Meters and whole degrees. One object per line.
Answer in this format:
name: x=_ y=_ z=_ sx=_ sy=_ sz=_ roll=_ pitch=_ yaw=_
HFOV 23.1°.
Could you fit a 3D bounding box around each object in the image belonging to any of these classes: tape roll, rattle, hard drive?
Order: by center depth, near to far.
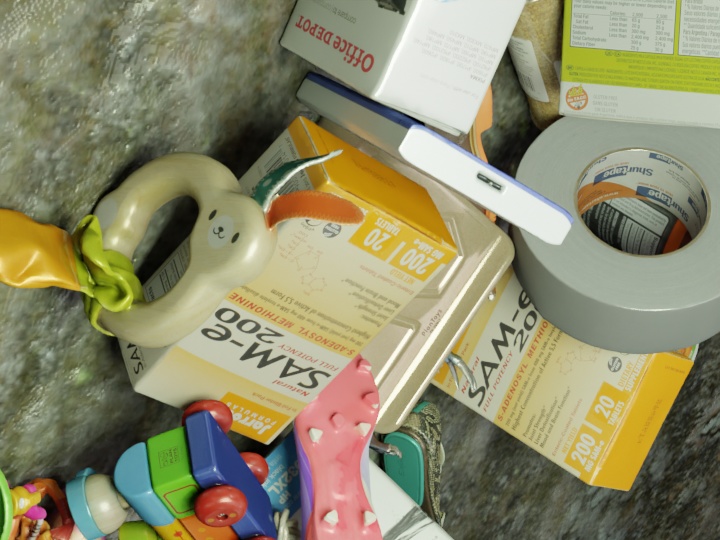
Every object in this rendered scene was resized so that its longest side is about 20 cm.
rattle: x=-0.119 y=-0.039 z=1.050 sx=0.143 sy=0.199 sz=0.131 roll=44 pitch=49 yaw=-34
hard drive: x=0.045 y=-0.078 z=1.175 sx=0.132 sy=0.200 sz=0.025 roll=28 pitch=94 yaw=-25
tape roll: x=0.216 y=-0.035 z=1.375 sx=0.200 sy=0.200 sz=0.066 roll=-41 pitch=154 yaw=-25

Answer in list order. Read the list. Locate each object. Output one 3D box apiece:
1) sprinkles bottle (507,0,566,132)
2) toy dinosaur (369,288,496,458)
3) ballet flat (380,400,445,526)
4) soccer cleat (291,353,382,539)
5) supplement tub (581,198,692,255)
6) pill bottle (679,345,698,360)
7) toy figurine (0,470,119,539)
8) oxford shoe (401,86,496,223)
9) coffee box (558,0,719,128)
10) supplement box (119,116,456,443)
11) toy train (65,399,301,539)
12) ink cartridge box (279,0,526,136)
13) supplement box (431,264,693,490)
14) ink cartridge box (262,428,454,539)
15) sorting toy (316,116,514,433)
sprinkles bottle: x=0.144 y=-0.189 z=1.376 sx=0.068 sy=0.068 sz=0.200 roll=-49 pitch=145 yaw=-15
toy dinosaur: x=0.032 y=0.054 z=1.396 sx=0.200 sy=0.105 sz=0.182 roll=33 pitch=74 yaw=-48
ballet flat: x=0.049 y=0.201 z=1.556 sx=0.075 sy=0.068 sz=0.201 roll=-42 pitch=143 yaw=-50
soccer cleat: x=-0.020 y=0.143 z=1.242 sx=0.066 sy=0.201 sz=0.077 roll=6 pitch=142 yaw=-18
supplement tub: x=0.259 y=-0.055 z=1.495 sx=0.107 sy=0.200 sz=0.107 roll=-42 pitch=152 yaw=-29
pill bottle: x=0.231 y=0.037 z=1.616 sx=0.111 sy=0.111 sz=0.200 roll=-57 pitch=146 yaw=-3
toy figurine: x=-0.218 y=0.204 z=1.186 sx=0.184 sy=0.150 sz=0.201 roll=-6 pitch=96 yaw=-65
oxford shoe: x=0.059 y=-0.083 z=1.362 sx=0.073 sy=0.071 sz=0.201 roll=-20 pitch=129 yaw=-16
coffee box: x=0.280 y=-0.221 z=1.337 sx=0.200 sy=0.199 sz=0.199 roll=-28 pitch=122 yaw=-61
supplement box: x=-0.052 y=0.011 z=1.174 sx=0.126 sy=0.074 sz=0.200 roll=26 pitch=116 yaw=-39
toy train: x=-0.111 y=0.179 z=1.196 sx=0.115 sy=0.085 sz=0.200 roll=-19 pitch=140 yaw=7
ink cartridge box: x=0.045 y=-0.209 z=1.152 sx=0.085 sy=0.148 sz=0.201 roll=19 pitch=101 yaw=-34
supplement box: x=0.160 y=0.081 z=1.479 sx=0.073 sy=0.200 sz=0.126 roll=16 pitch=101 yaw=-52
ink cartridge box: x=0.001 y=0.216 z=1.339 sx=0.084 sy=0.200 sz=0.145 roll=-44 pitch=173 yaw=-21
sorting toy: x=0.000 y=0.000 z=1.312 sx=0.200 sy=0.036 sz=0.185 roll=38 pitch=84 yaw=-32
